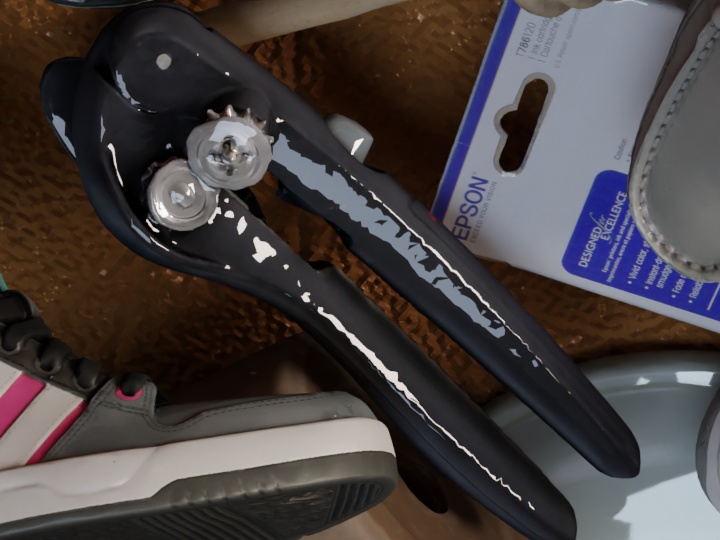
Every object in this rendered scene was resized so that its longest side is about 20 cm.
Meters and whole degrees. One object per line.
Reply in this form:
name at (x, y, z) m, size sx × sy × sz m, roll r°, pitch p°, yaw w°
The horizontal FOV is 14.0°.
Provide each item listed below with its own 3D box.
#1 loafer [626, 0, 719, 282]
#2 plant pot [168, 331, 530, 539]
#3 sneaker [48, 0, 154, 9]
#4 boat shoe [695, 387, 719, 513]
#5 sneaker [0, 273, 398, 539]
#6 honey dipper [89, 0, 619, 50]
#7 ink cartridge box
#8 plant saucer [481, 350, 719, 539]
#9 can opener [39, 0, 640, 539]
loafer at (0.114, -0.056, 0.682) m, size 0.070 × 0.070 × 0.200 m, roll 36°, pitch 139°, yaw 3°
plant pot at (-0.038, 0.115, 0.862) m, size 0.200 × 0.201 × 0.174 m, roll 41°, pitch 111°, yaw -20°
sneaker at (-0.014, -0.115, 0.729) m, size 0.199 × 0.087 × 0.080 m, roll -26°, pitch 118°, yaw 29°
boat shoe at (0.191, 0.086, 0.840) m, size 0.201 × 0.065 × 0.075 m, roll 29°, pitch 93°, yaw -16°
sneaker at (-0.094, 0.020, 0.770) m, size 0.198 × 0.122 × 0.084 m, roll -7°, pitch 162°, yaw -2°
honey dipper at (0.001, -0.074, 0.764) m, size 0.199 × 0.038 × 0.038 m, roll -9°, pitch 128°, yaw 39°
ink cartridge box at (0.124, -0.025, 0.803) m, size 0.199 × 0.039 × 0.100 m, roll 17°, pitch 129°, yaw -4°
plant saucer at (0.104, 0.116, 0.911) m, size 0.198 × 0.050 × 0.201 m, roll 6°, pitch 129°, yaw 8°
can opener at (0.000, 0.000, 0.797) m, size 0.200 × 0.079 × 0.063 m, roll 37°, pitch 102°, yaw -13°
